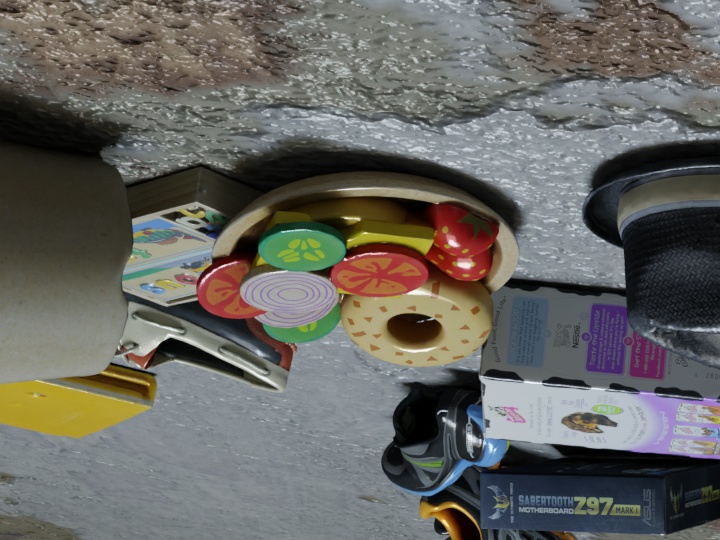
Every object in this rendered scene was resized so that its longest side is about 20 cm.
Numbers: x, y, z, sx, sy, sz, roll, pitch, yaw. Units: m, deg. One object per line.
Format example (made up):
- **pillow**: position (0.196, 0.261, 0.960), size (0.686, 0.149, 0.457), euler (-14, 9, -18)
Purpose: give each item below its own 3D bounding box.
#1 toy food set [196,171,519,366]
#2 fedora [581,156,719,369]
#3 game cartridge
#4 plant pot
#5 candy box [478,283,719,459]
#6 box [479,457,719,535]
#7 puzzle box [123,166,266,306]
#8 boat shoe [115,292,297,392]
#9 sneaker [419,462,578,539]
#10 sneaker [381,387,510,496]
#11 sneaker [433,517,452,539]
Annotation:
- **toy food set**: position (0.000, 0.000, 1.407), size (0.197, 0.049, 0.200), euler (5, 153, -12)
- **fedora**: position (0.225, 0.005, 1.307), size (0.200, 0.092, 0.201), euler (7, 162, 2)
- **game cartridge**: position (-0.289, 0.100, 1.929), size (0.176, 0.033, 0.200), euler (16, 163, -23)
- **plant pot**: position (-0.240, -0.006, 1.356), size (0.183, 0.201, 0.200), euler (3, 165, -22)
- **candy box**: position (0.185, 0.074, 1.574), size (0.199, 0.072, 0.168), euler (5, 162, 6)
- **box**: position (0.205, 0.183, 1.847), size (0.157, 0.051, 0.200), euler (-2, 178, 26)
- **puzzle box**: position (-0.117, -0.018, 1.492), size (0.133, 0.026, 0.200), euler (21, 158, -37)
- **boat shoe**: position (-0.144, 0.042, 1.632), size (0.199, 0.063, 0.071), euler (10, 164, -2)
- **sneaker**: position (0.128, 0.241, 1.952), size (0.200, 0.077, 0.078), euler (45, 146, -1)
- **sneaker**: position (0.060, 0.129, 1.825), size (0.083, 0.071, 0.200), euler (29, 158, -10)
- **sneaker**: position (0.134, 0.233, 2.087), size (0.114, 0.076, 0.200), euler (5, 159, 14)
